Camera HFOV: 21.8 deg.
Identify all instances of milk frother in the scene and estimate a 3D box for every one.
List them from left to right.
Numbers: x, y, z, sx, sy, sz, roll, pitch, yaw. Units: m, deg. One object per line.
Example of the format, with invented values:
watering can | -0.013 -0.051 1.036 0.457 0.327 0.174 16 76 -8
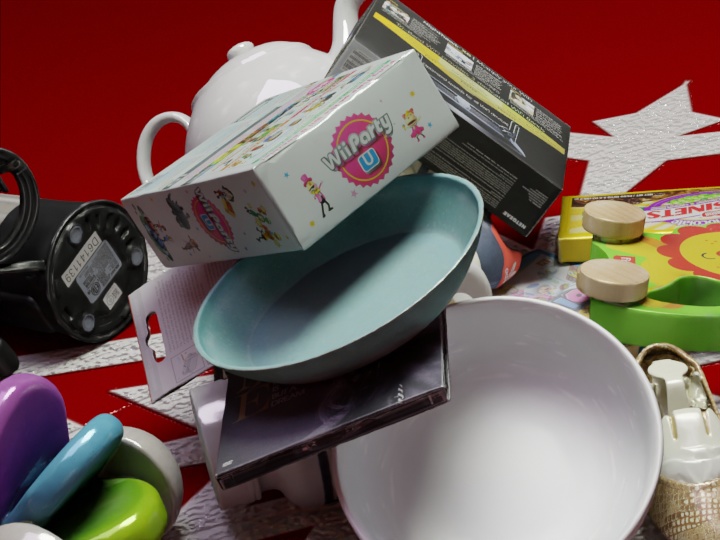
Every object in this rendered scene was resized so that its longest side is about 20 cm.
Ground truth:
milk frother | -0.311 -0.030 1.545 0.187 0.201 0.180 7 33 37

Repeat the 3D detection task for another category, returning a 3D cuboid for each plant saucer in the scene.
plant saucer | -0.008 0.011 1.156 0.199 0.036 0.200 -22 26 12

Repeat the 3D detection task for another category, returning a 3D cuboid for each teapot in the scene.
teapot | -0.082 -0.132 1.651 0.199 0.147 0.198 -23 -14 -25

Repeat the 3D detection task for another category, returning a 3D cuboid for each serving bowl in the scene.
serving bowl | 0.085 0.118 1.133 0.198 0.066 0.202 -5 57 8

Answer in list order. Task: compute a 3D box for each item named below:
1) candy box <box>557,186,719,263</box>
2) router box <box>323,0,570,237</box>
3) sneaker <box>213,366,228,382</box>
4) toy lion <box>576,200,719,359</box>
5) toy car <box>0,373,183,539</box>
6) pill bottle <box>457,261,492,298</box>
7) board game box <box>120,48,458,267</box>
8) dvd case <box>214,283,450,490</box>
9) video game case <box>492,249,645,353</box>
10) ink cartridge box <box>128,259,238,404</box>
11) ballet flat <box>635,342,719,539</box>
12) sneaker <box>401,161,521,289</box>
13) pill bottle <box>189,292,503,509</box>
candy box | 0.258 -0.039 1.494 0.198 0.027 0.102 -3 23 10
router box | 0.072 -0.128 1.480 0.052 0.199 0.157 -52 6 23
sneaker | -0.065 0.065 1.386 0.088 0.078 0.200 -1 27 -5
toy lion | 0.250 0.009 1.332 0.190 0.069 0.200 6 21 6
toy car | -0.220 0.136 1.189 0.198 0.151 0.175 1 26 27
pill bottle | 0.000 0.000 1.398 0.112 0.113 0.200 -23 36 -24
board game box | -0.051 -0.070 1.242 0.147 0.065 0.200 -39 15 -27
dvd case | -0.016 0.047 1.158 0.148 0.016 0.200 -23 26 13
video game case | 0.145 0.039 1.401 0.142 0.018 0.199 -26 27 -28
ink cartridge box | -0.061 0.018 1.307 0.199 0.050 0.109 -30 47 12
ballet flat | 0.199 0.105 1.168 0.070 0.066 0.200 -12 24 -1
sneaker | 0.055 -0.059 1.481 0.084 0.075 0.201 -11 58 -37
pill bottle | -0.008 0.092 1.237 0.198 0.112 0.111 -15 24 -8
